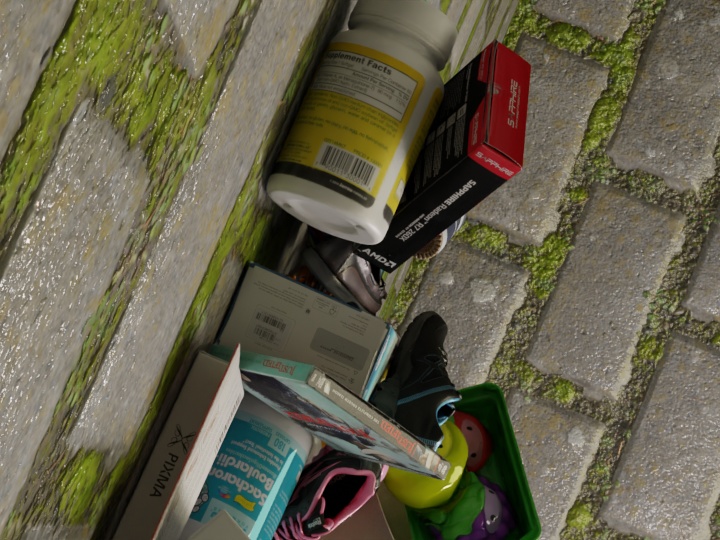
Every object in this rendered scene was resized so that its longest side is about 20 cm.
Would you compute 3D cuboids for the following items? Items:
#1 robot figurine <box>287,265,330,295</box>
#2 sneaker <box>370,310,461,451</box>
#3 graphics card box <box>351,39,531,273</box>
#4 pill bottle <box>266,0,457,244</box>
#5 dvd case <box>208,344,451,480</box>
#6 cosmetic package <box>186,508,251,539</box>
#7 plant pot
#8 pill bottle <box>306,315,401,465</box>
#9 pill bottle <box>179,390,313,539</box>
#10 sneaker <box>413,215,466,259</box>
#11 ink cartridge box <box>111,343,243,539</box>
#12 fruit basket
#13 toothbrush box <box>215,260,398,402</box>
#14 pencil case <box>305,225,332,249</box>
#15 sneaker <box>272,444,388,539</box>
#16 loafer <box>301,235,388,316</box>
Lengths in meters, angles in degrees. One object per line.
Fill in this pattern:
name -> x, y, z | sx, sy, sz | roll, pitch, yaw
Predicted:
robot figurine -> -0.043, 0.004, 1.783 | 0.146, 0.058, 0.201 | 105, 8, -50
sneaker -> 0.062, 0.118, 1.615 | 0.201, 0.081, 0.074 | -63, 173, -51
graphics card box -> 0.071, -0.098, 1.426 | 0.200, 0.051, 0.127 | -38, -147, 43
pill bottle -> 0.006, -0.136, 1.396 | 0.114, 0.113, 0.202 | 87, 26, -78
dvd case -> -0.028, 0.128, 1.442 | 0.199, 0.145, 0.022 | 37, 71, -39
cosmetic package -> -0.146, 0.319, 1.322 | 0.199, 0.123, 0.200 | -39, 167, -14
plant pot -> -0.003, 0.288, 1.726 | 0.133, 0.202, 0.200 | -25, -174, 14
pill bottle -> -0.044, 0.135, 1.689 | 0.199, 0.109, 0.110 | -34, 156, -32
pill bottle -> -0.129, 0.222, 1.514 | 0.111, 0.110, 0.202 | 102, 11, -64
sneaker -> 0.061, -0.120, 1.781 | 0.108, 0.069, 0.203 | -30, 105, -61
ink cartridge box -> -0.157, 0.164, 1.350 | 0.176, 0.044, 0.202 | 98, 14, -71
fruit basket -> 0.094, 0.208, 1.682 | 0.216, 0.153, 0.219 | 166, -90, -90
toothbrush box -> -0.046, 0.067, 1.533 | 0.200, 0.145, 0.086 | 60, 54, -85
pencil case -> -0.021, -0.063, 1.609 | 0.200, 0.087, 0.089 | 90, 23, -77
sneaker -> -0.056, 0.237, 1.566 | 0.199, 0.079, 0.096 | -40, -165, 8
loafer -> 0.000, 0.000, 1.561 | 0.063, 0.072, 0.200 | -41, 165, 4
